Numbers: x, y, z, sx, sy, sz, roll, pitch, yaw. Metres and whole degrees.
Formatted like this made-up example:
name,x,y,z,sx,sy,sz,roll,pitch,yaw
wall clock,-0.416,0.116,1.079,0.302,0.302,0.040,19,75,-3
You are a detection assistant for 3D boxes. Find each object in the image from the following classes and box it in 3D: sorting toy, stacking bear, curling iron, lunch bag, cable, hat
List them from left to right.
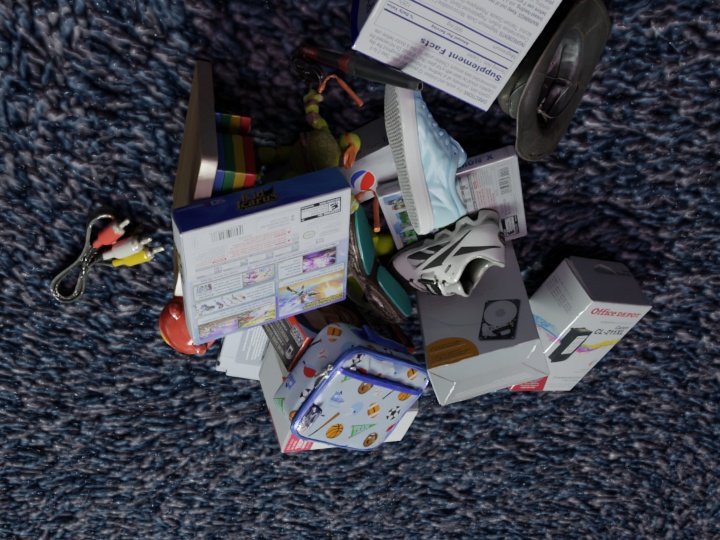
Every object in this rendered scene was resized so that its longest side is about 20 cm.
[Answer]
name,x,y,z,sx,sy,sz,roll,pitch,yaw
cable,-0.366,-0.016,1.277,0.198,0.051,0.097,-31,128,20
stacking bear,-0.201,0.042,1.221,0.112,0.200,0.123,-22,105,16
sorting toy,-0.175,-0.107,1.117,0.068,0.200,0.202,6,131,-17
lunch bag,-0.008,0.150,1.211,0.199,0.076,0.161,22,111,-49
curling iron,-0.005,-0.225,1.065,0.198,0.026,0.050,17,139,40
hat,0.211,-0.236,1.105,0.080,0.200,0.203,31,142,28

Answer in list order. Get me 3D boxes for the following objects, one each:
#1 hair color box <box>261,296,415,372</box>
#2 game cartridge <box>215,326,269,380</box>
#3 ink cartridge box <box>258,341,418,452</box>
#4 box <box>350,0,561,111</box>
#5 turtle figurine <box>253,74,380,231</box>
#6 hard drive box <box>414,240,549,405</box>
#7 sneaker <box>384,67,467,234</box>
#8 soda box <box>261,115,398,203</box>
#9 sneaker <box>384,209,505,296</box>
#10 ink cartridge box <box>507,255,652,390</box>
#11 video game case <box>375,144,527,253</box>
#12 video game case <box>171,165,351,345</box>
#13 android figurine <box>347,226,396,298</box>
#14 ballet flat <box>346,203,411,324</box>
name,x,y,z,sx,sy,sz,roll,pitch,yaw
hair color box,-0.030,0.086,1.268,0.198,0.102,0.062,8,125,-43
game cartridge,-0.135,0.085,1.396,0.131,0.041,0.202,13,129,-11
ink cartridge box,-0.033,0.179,1.380,0.197,0.146,0.084,1,135,-27
box,0.109,-0.310,1.024,0.182,0.106,0.201,20,126,-21
turtle figurine,-0.060,-0.125,1.130,0.159,0.203,0.064,-20,173,16
hard drive box,0.160,0.068,1.293,0.153,0.202,0.077,-17,130,8
sneaker,0.081,-0.149,1.108,0.081,0.074,0.203,-17,112,-12
soda box,-0.029,-0.121,1.201,0.198,0.069,0.064,-25,130,15
sneaker,0.108,0.002,1.256,0.199,0.090,0.074,-31,148,32
ink cartridge box,0.302,0.082,1.367,0.144,0.083,0.201,5,135,-37
video game case,0.126,-0.077,1.237,0.179,0.022,0.201,-17,151,5
video game case,-0.110,-0.015,1.075,0.197,0.046,0.183,-16,138,-19
android figurine,-0.048,0.000,1.280,0.197,0.041,0.184,-12,136,-27
ballet flat,0.000,0.000,1.227,0.074,0.068,0.201,-13,129,22
